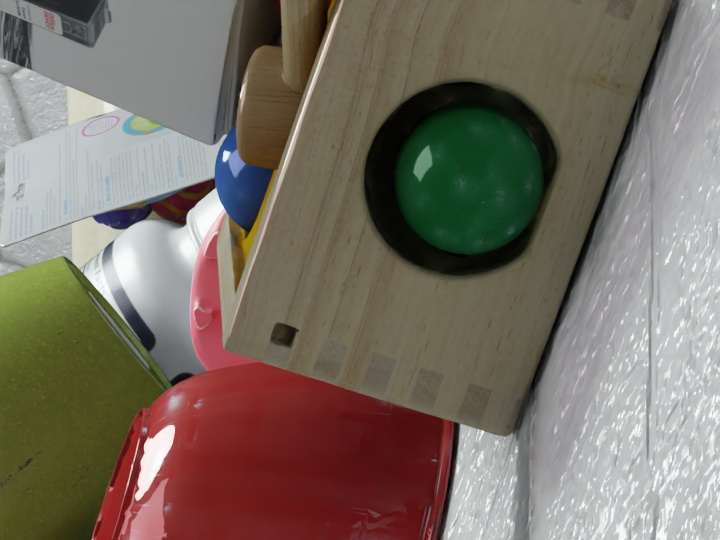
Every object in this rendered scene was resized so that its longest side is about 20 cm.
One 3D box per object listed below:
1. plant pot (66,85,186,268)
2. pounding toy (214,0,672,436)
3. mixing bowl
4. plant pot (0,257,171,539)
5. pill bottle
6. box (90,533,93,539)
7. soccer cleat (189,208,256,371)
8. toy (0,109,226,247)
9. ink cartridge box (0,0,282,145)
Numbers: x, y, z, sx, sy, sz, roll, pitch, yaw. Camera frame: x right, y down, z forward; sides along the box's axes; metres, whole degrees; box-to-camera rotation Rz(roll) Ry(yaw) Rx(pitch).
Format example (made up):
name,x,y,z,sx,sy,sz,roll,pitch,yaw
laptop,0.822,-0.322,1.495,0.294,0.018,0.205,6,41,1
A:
name,x,y,z,sx,sy,sz,roll,pitch,yaw
plant pot,-0.100,-0.063,1.380,0.200,0.200,0.184,133,142,-70
pounding toy,0.008,-0.063,0.758,0.200,0.142,0.184,-107,36,-76
mixing bowl,-0.048,0.114,0.874,0.200,0.108,0.201,-162,90,-80
plant pot,-0.193,0.092,1.100,0.200,0.187,0.187,-38,9,-2
pill bottle,-0.117,0.043,1.219,0.200,0.111,0.111,-39,19,16
box,-0.115,0.240,1.069,0.125,0.097,0.200,-84,14,-55
soccer cleat,-0.023,-0.047,0.999,0.076,0.067,0.200,-41,-32,-80
toy,-0.098,-0.058,1.258,0.115,0.200,0.047,-102,-10,-60
ink cartridge box,-0.109,-0.153,0.860,0.084,0.200,0.144,105,-170,-50
